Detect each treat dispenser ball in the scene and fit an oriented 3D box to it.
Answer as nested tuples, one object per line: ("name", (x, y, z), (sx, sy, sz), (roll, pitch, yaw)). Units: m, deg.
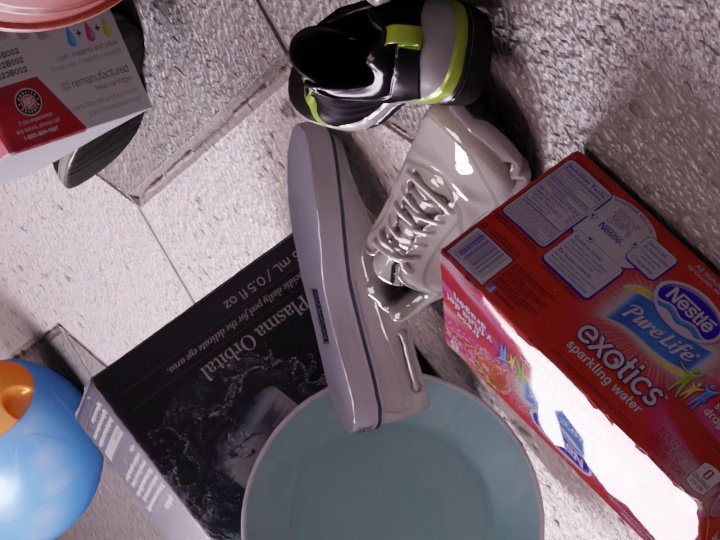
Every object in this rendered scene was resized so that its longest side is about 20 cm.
("treat dispenser ball", (-0.369, 0.193, 2.777), (0.201, 0.201, 0.201), (47, 161, 21))

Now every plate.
("plate", (0.021, 0.166, 1.734), (0.201, 0.200, 0.026), (55, 174, -3))

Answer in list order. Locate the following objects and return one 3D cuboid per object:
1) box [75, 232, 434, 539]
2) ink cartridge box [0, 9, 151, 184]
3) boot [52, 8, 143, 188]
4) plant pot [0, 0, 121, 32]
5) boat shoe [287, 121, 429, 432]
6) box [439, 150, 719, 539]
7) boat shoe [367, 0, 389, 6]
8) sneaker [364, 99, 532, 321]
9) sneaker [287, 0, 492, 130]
("box", (-0.056, 0.109, 1.822), (0.200, 0.196, 0.117), (52, 161, 6))
("ink cartridge box", (-0.270, -0.163, 1.818), (0.144, 0.145, 0.201), (-25, 89, 42))
("boot", (-0.232, -0.165, 1.963), (0.154, 0.073, 0.204), (46, 154, 16))
("plant pot", (-0.169, -0.228, 1.430), (0.201, 0.200, 0.195), (58, 170, -13))
("boat shoe", (0.000, 0.000, 1.691), (0.074, 0.065, 0.201), (-155, 54, -71))
("box", (0.140, 0.049, 1.359), (0.200, 0.100, 0.096), (44, 160, 27))
("boat shoe", (-0.038, -0.193, 1.390), (0.202, 0.086, 0.075), (41, 159, 35))
("sneaker", (0.045, -0.031, 1.493), (0.075, 0.081, 0.200), (49, 161, 20))
("sneaker", (-0.005, -0.120, 1.423), (0.200, 0.082, 0.072), (-8, 76, 62))
